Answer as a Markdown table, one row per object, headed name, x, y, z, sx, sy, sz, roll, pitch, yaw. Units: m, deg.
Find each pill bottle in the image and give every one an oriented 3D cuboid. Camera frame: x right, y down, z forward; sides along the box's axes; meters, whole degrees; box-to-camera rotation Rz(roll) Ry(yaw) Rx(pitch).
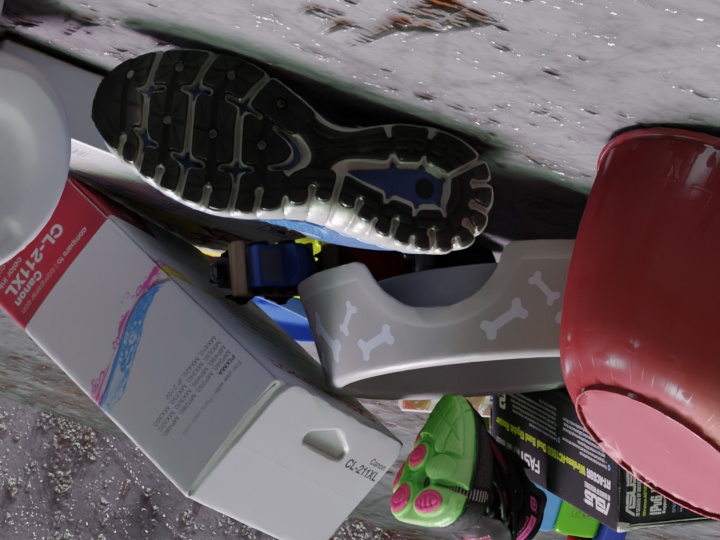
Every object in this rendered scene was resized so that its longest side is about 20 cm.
| name | x | y | z | sx | sy | sz | roll | pitch | yaw |
| --- | --- | --- | --- | --- | --- | --- | --- | --- | --- |
| pill bottle | -0.246 | -0.078 | 1.416 | 0.200 | 0.115 | 0.114 | 24 | 178 | 45 |

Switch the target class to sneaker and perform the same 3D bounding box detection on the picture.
| name | x | y | z | sx | sy | sz | roll | pitch | yaw |
| --- | --- | --- | --- | --- | --- | --- | --- | --- | --- |
| sneaker | -0.039 | -0.049 | 1.382 | 0.199 | 0.079 | 0.089 | 19 | 168 | -10 |
| sneaker | 0.065 | 0.116 | 1.540 | 0.083 | 0.077 | 0.200 | 28 | -179 | 4 |

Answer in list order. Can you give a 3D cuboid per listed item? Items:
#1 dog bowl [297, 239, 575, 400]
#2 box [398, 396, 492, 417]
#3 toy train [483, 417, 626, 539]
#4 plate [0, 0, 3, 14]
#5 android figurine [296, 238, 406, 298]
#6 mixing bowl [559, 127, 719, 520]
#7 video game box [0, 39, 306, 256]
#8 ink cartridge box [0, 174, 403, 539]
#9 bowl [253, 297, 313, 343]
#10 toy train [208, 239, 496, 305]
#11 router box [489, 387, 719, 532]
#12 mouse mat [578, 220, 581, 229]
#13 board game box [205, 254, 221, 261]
| name | x | y | z | sx | sy | sz | roll | pitch | yaw |
| --- | --- | --- | --- | --- | --- | --- | --- | --- | --- |
| dog bowl | 0.067 | 0.029 | 1.483 | 0.199 | 0.059 | 0.200 | -4 | 170 | -1 |
| box | 0.123 | 0.075 | 1.759 | 0.199 | 0.039 | 0.041 | 5 | -178 | -2 |
| toy train | 0.107 | 0.107 | 1.835 | 0.115 | 0.085 | 0.200 | 10 | -157 | -16 |
| plate | -0.240 | -0.065 | 1.303 | 0.199 | 0.201 | 0.032 | 9 | 178 | 40 |
| android figurine | 0.019 | 0.012 | 1.727 | 0.181 | 0.041 | 0.200 | 23 | 169 | -28 |
| mixing bowl | 0.164 | 0.041 | 1.255 | 0.200 | 0.109 | 0.200 | 31 | 160 | 13 |
| video game box | -0.135 | -0.064 | 1.561 | 0.199 | 0.047 | 0.182 | 21 | 167 | -19 |
| ink cartridge box | -0.092 | 0.052 | 1.535 | 0.200 | 0.083 | 0.146 | 42 | -175 | 34 |
| bowl | -0.110 | -0.001 | 1.885 | 0.199 | 0.040 | 0.201 | 17 | 171 | 3 |
| toy train | 0.000 | 0.000 | 1.556 | 0.199 | 0.034 | 0.046 | -1 | 174 | -41 |
| router box | 0.175 | 0.092 | 1.582 | 0.149 | 0.063 | 0.200 | -4 | -171 | -18 |
| mouse mat | 0.204 | 0.031 | 1.339 | 0.161 | 0.008 | 0.200 | 47 | 158 | -23 |
| board game box | -0.169 | -0.037 | 1.698 | 0.199 | 0.032 | 0.120 | 20 | -162 | -20 |
